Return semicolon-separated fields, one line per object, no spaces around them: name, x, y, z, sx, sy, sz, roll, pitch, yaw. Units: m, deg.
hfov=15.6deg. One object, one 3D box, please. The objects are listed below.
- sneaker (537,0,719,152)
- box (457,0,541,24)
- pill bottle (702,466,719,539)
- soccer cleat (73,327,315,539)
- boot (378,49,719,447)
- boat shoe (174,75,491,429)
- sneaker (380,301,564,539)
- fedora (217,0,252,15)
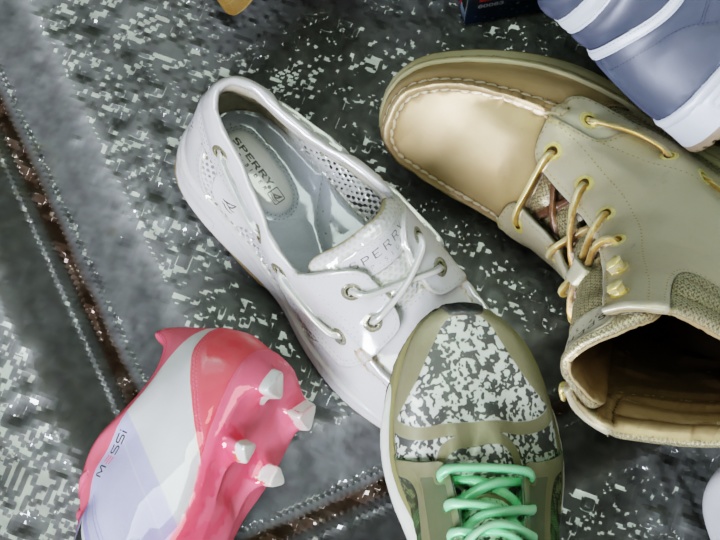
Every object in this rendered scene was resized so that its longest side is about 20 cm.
sneaker;0.152;-0.159;1.048;0.108;0.070;0.201;35;89;-11
box;0.126;-0.196;1.179;0.198;0.038;0.138;-12;69;-8
pill bottle;0.238;0.059;1.044;0.112;0.112;0.200;42;70;13
soccer cleat;-0.092;0.112;1.037;0.076;0.067;0.201;17;70;37
boot;0.088;-0.009;1.048;0.199;0.073;0.156;24;33;1
boat shoe;0.000;0.000;1.074;0.200;0.069;0.071;43;69;9
sneaker;0.053;0.110;1.008;0.076;0.089;0.202;-3;82;-10
fedora;-0.002;-0.195;1.105;0.081;0.201;0.202;18;67;-15
